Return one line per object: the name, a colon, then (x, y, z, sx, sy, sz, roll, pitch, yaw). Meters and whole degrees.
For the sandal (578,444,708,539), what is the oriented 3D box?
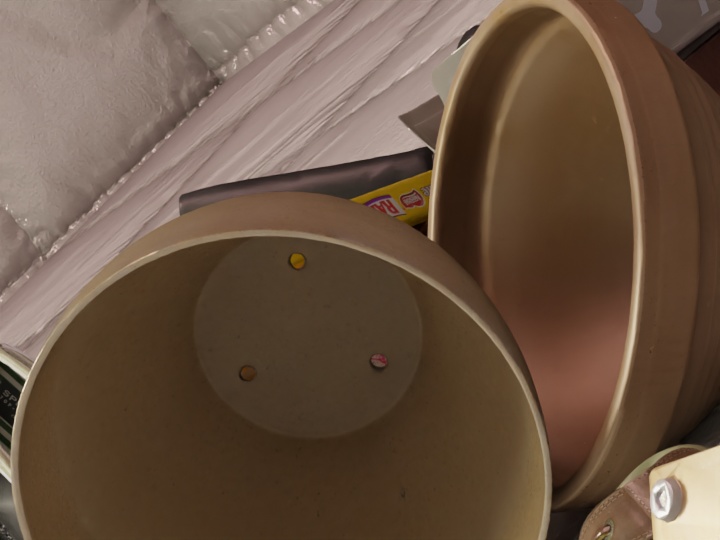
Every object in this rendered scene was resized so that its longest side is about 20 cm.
sandal: (0.096, 0.089, 0.865, 0.080, 0.057, 0.201, -41, 9, 0)

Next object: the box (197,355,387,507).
box: (-0.040, 0.116, 1.164, 0.200, 0.100, 0.095, -44, 10, -17)

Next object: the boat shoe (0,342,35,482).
boat shoe: (-0.118, 0.103, 1.235, 0.072, 0.199, 0.062, -54, -14, -3)

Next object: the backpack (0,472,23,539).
backpack: (-0.092, 0.094, 1.372, 0.182, 0.135, 0.200, -40, -9, -1)

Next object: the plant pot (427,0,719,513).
plant pot: (0.104, -0.008, 1.053, 0.092, 0.203, 0.201, 0, -5, -20)

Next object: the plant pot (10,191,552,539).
plant pot: (-0.026, 0.050, 1.041, 0.200, 0.200, 0.135, -37, 17, 18)

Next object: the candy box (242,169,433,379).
candy box: (0.000, 0.000, 1.263, 0.199, 0.026, 0.102, -22, -24, -49)

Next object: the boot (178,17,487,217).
boot: (0.000, -0.049, 1.387, 0.198, 0.165, 0.066, -7, 47, 15)

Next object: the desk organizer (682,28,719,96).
desk organizer: (0.125, -0.037, 1.208, 0.077, 0.072, 0.200, -38, -1, -28)

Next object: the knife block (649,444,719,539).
knife block: (0.157, 0.092, 0.639, 0.064, 0.174, 0.202, -28, 60, 57)

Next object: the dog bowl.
dog bowl: (0.110, -0.106, 1.194, 0.200, 0.059, 0.200, -38, -2, -2)
